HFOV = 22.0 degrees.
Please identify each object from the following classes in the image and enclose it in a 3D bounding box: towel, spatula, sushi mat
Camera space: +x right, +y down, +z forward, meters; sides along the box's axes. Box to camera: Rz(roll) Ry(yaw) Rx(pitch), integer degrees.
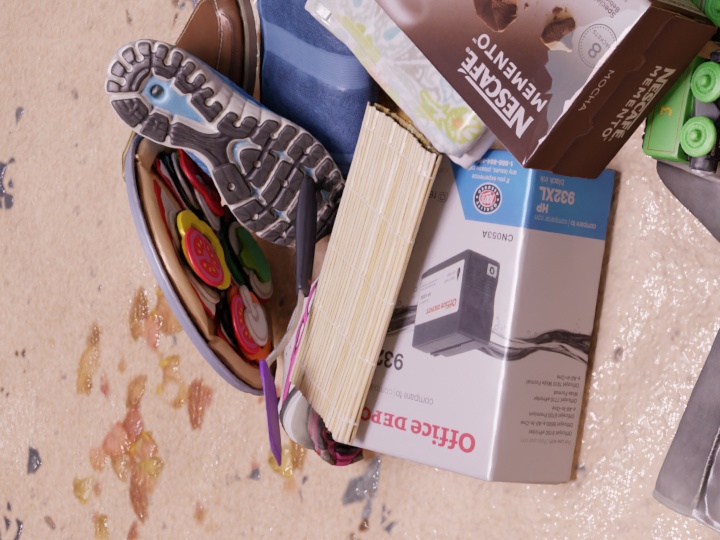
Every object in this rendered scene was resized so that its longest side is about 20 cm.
[{"bbox_3d":[-0.030,-0.167,1.274,0.111,0.048,0.202,35,134,40],"label":"towel"},{"bbox_3d":[-0.046,0.030,1.218,0.020,0.057,0.202,6,67,9],"label":"spatula"},{"bbox_3d":[0.000,0.000,1.182,0.096,0.012,0.202,43,121,57],"label":"sushi mat"},{"bbox_3d":[0.067,-0.188,1.117,0.171,0.048,0.201,49,117,26],"label":"towel"}]

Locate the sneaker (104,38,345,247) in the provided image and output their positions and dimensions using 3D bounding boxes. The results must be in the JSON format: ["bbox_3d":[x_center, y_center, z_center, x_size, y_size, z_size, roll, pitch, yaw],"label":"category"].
[{"bbox_3d":[-0.087,-0.098,1.284,0.078,0.200,0.090,-45,19,11],"label":"sneaker"}]

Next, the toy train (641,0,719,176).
[{"bbox_3d":[0.195,-0.153,1.018,0.056,0.042,0.202,11,91,45],"label":"toy train"}]

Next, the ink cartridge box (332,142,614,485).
[{"bbox_3d":[0.070,0.024,1.179,0.144,0.083,0.202,10,92,45],"label":"ink cartridge box"}]

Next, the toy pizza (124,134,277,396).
[{"bbox_3d":[-0.101,-0.008,1.290,0.032,0.200,0.202,-25,65,12],"label":"toy pizza"}]

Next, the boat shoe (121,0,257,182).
[{"bbox_3d":[-0.127,-0.124,1.355,0.201,0.067,0.072,111,145,-44],"label":"boat shoe"}]

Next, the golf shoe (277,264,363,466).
[{"bbox_3d":[-0.016,0.027,1.273,0.092,0.072,0.202,27,104,44],"label":"golf shoe"}]

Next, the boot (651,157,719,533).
[{"bbox_3d":[0.212,0.040,1.058,0.181,0.072,0.202,33,115,44],"label":"boot"}]

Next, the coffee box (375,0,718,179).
[{"bbox_3d":[0.084,-0.160,1.024,0.113,0.080,0.200,-51,61,24],"label":"coffee box"}]
